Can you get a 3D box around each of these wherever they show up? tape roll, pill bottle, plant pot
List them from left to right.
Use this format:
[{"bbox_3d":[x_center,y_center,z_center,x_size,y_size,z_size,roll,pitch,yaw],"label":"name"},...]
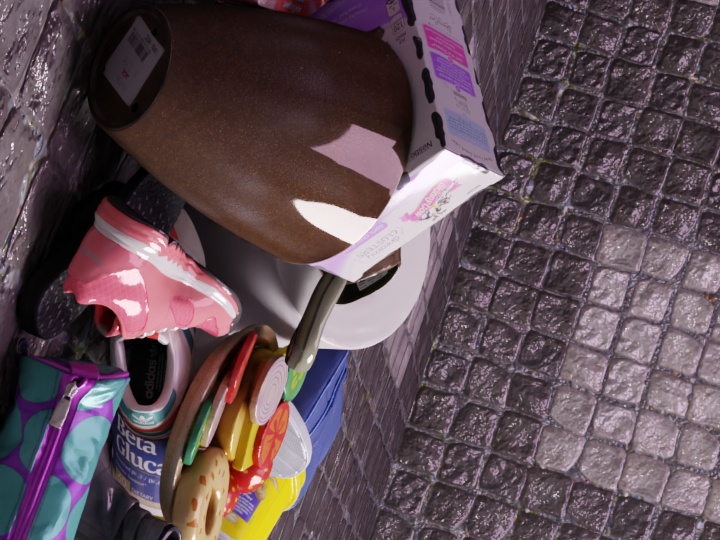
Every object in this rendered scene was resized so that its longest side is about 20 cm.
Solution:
[{"bbox_3d":[-0.160,0.110,1.651,0.111,0.110,0.201,-62,165,-47],"label":"pill bottle"},{"bbox_3d":[-0.095,-0.120,1.400,0.199,0.186,0.188,20,86,-44],"label":"plant pot"},{"bbox_3d":[-0.054,-0.032,1.676,0.202,0.139,0.204,1,88,-47],"label":"tape roll"}]

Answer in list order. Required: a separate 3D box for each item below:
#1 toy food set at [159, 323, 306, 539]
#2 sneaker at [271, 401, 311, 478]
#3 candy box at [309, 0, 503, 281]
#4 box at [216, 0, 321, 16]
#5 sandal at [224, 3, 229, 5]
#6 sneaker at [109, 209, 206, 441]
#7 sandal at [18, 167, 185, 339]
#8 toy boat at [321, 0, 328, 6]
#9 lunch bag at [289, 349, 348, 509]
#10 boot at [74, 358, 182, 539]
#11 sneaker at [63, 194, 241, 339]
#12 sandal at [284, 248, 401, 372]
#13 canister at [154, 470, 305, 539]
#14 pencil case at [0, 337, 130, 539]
[{"bbox_3d":[-0.106,0.136,1.566,0.200,0.048,0.199,-25,132,-67],"label":"toy food set"},{"bbox_3d":[-0.109,0.100,1.752,0.073,0.200,0.071,-30,-165,23],"label":"sneaker"},{"bbox_3d":[0.010,-0.121,1.497,0.071,0.167,0.201,22,44,-42],"label":"candy box"},{"bbox_3d":[-0.086,-0.259,1.499,0.200,0.094,0.103,-8,114,-79],"label":"box"},{"bbox_3d":[-0.051,-0.308,1.649,0.080,0.087,0.201,54,51,-75],"label":"sandal"},{"bbox_3d":[-0.162,0.032,1.513,0.093,0.070,0.201,95,-3,-79],"label":"sneaker"},{"bbox_3d":[-0.198,-0.028,1.432,0.200,0.048,0.076,-46,151,-42],"label":"sandal"},{"bbox_3d":[-0.023,-0.215,1.815,0.200,0.130,0.131,92,18,-55],"label":"toy boat"},{"bbox_3d":[-0.091,0.132,1.986,0.200,0.135,0.133,-63,166,-48],"label":"lunch bag"},{"bbox_3d":[-0.191,0.175,1.488,0.070,0.131,0.201,-30,139,-46],"label":"boot"},{"bbox_3d":[-0.162,0.016,1.425,0.087,0.074,0.200,-52,150,-4],"label":"sneaker"},{"bbox_3d":[0.000,0.001,1.568,0.080,0.057,0.202,107,8,-71],"label":"sandal"},{"bbox_3d":[-0.155,0.230,1.773,0.200,0.148,0.087,-57,151,-51],"label":"canister"},{"bbox_3d":[-0.237,0.157,1.383,0.092,0.085,0.201,154,-47,-82],"label":"pencil case"}]
